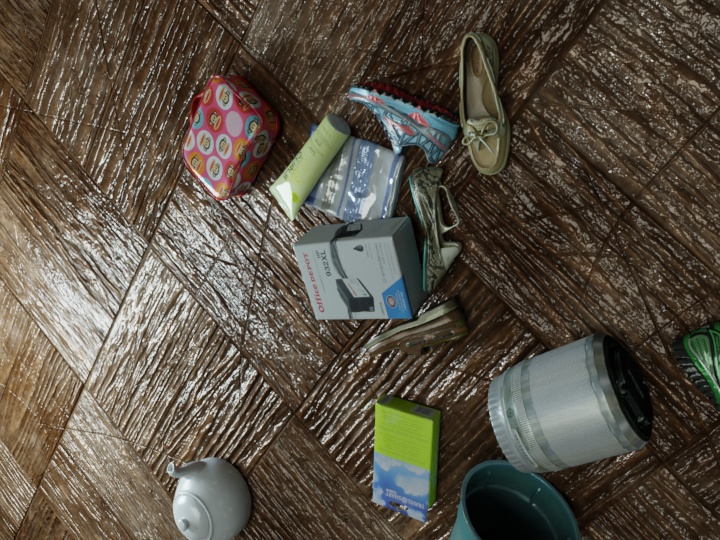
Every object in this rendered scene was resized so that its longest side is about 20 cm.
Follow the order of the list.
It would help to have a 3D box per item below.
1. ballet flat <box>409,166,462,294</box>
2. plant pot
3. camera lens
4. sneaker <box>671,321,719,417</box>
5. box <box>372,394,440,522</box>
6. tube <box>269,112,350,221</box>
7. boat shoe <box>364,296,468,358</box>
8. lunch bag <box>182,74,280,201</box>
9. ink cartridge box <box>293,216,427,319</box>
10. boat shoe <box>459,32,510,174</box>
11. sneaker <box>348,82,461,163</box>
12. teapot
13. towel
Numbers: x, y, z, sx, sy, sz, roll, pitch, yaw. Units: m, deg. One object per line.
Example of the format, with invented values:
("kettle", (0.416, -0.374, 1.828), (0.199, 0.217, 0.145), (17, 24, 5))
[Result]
("ballet flat", (0.126, -0.065, 0.994), (0.073, 0.068, 0.207), (-6, 98, 15))
("plant pot", (0.224, 0.458, 1.004), (0.197, 0.199, 0.201), (30, 123, 20))
("camera lens", (0.304, 0.195, 0.895), (0.197, 0.159, 0.164), (-28, 89, 32))
("sneaker", (0.508, 0.161, 0.815), (0.085, 0.077, 0.202), (-43, 80, 31))
("box", (0.083, 0.342, 1.131), (0.119, 0.047, 0.207), (10, 108, 29))
("tube", (-0.090, -0.180, 1.074), (0.051, 0.059, 0.200), (23, 129, -26))
("boat shoe", (0.092, 0.117, 1.052), (0.197, 0.071, 0.070), (-29, 87, 33))
("lunch bag", (-0.254, -0.254, 1.153), (0.176, 0.081, 0.202), (45, 121, 13))
("ink cartridge box", (0.000, 0.000, 1.053), (0.195, 0.084, 0.149), (-3, 115, 31))
("boat shoe", (0.175, -0.243, 0.913), (0.071, 0.062, 0.207), (-6, 101, 30))
("sneaker", (0.057, -0.232, 0.978), (0.196, 0.079, 0.098), (29, 118, 21))
("teapot", (-0.348, 0.535, 1.380), (0.197, 0.145, 0.201), (34, 118, 17))
("towel", (-0.019, -0.156, 1.074), (0.196, 0.024, 0.151), (24, 113, 23))
